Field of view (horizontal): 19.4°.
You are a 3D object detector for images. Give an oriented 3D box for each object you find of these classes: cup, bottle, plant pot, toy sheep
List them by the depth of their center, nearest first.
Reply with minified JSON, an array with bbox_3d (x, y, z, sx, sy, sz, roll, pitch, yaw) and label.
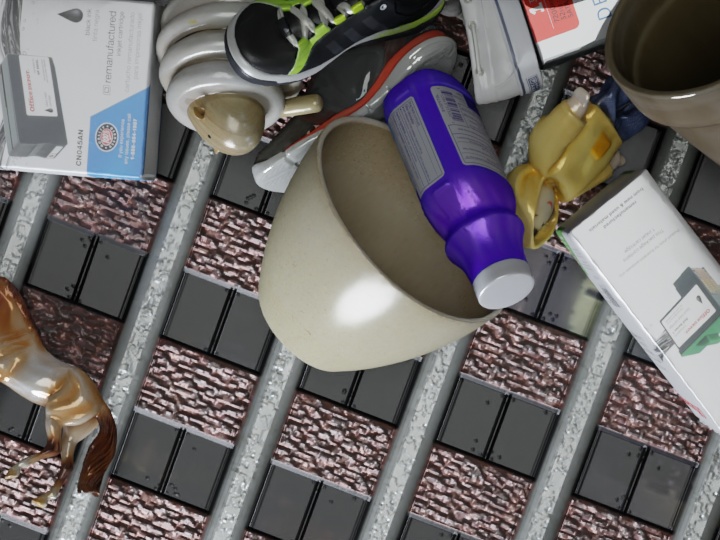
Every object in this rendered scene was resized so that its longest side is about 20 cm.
[{"bbox_3d":[0.312,-0.151,1.609,0.200,0.200,0.174,-39,125,4],"label":"plant pot"},{"bbox_3d":[0.081,-0.063,1.657,0.065,0.083,0.201,-36,56,23],"label":"bottle"},{"bbox_3d":[0.000,0.000,1.689,0.200,0.200,0.143,47,120,0],"label":"cup"},{"bbox_3d":[-0.100,-0.183,1.700,0.136,0.138,0.202,-1,61,3],"label":"toy sheep"}]

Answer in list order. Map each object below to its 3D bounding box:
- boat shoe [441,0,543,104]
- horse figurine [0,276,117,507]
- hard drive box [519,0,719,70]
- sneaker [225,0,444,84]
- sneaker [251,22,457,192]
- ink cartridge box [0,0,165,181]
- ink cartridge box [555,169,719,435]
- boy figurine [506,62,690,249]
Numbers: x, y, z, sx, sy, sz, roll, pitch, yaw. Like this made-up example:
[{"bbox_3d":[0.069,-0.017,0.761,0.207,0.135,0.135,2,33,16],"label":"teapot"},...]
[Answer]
[{"bbox_3d":[0.089,-0.229,1.697,0.065,0.074,0.202,-18,68,3],"label":"boat shoe"},{"bbox_3d":[-0.274,0.107,1.755,0.199,0.050,0.133,36,77,8],"label":"horse figurine"},{"bbox_3d":[0.215,-0.269,1.708,0.198,0.077,0.157,-20,91,4],"label":"hard drive box"},{"bbox_3d":[-0.014,-0.209,1.612,0.199,0.083,0.072,-25,75,-24],"label":"sneaker"},{"bbox_3d":[-0.014,-0.144,1.739,0.199,0.077,0.082,-37,64,3],"label":"sneaker"},{"bbox_3d":[-0.265,-0.153,1.730,0.198,0.084,0.146,4,93,3],"label":"ink cartridge box"},{"bbox_3d":[0.251,0.023,1.686,0.084,0.146,0.201,-38,91,2],"label":"ink cartridge box"},{"bbox_3d":[0.180,-0.102,1.695,0.200,0.125,0.064,-44,59,-7],"label":"boy figurine"}]
